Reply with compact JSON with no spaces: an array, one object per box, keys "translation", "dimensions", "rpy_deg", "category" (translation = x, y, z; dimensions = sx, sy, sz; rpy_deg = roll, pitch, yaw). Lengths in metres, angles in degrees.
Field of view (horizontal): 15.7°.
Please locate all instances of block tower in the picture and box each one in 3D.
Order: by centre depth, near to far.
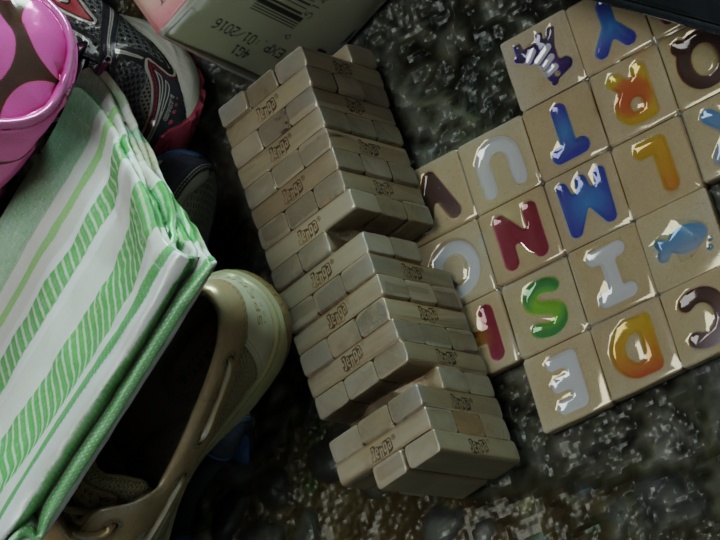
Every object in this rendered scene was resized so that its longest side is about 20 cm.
[{"translation":[0.000,0.000,1.090],"dimensions":[0.054,0.058,0.201],"rpy_deg":[-35,60,31],"category":"block tower"}]

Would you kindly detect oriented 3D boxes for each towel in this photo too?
[{"translation":[-0.125,0.013,1.079],"dimensions":[0.153,0.023,0.200],"rpy_deg":[-58,27,13],"category":"towel"}]

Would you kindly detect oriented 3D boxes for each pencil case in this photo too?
[{"translation":[-0.194,-0.064,1.158],"dimensions":[0.091,0.094,0.200],"rpy_deg":[-52,6,-33],"category":"pencil case"}]

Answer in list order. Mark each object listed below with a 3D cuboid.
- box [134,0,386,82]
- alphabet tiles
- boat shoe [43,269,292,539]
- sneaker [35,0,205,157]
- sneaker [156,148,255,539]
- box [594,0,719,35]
[{"translation":[-0.065,-0.198,1.152],"dimensions":[0.128,0.109,0.200],"rpy_deg":[-46,59,16],"category":"box"},{"translation":[0.108,-0.035,1.063],"dimensions":[0.199,0.008,0.168],"rpy_deg":[-27,66,25],"category":"alphabet tiles"},{"translation":[-0.106,0.083,1.071],"dimensions":[0.071,0.064,0.201],"rpy_deg":[36,101,16],"category":"boat shoe"},{"translation":[-0.151,-0.102,1.206],"dimensions":[0.200,0.075,0.081],"rpy_deg":[38,100,33],"category":"sneaker"},{"translation":[-0.079,0.049,1.135],"dimensions":[0.085,0.077,0.201],"rpy_deg":[12,93,24],"category":"sneaker"},{"translation":[0.101,-0.199,1.005],"dimensions":[0.158,0.046,0.201],"rpy_deg":[21,132,38],"category":"box"}]
